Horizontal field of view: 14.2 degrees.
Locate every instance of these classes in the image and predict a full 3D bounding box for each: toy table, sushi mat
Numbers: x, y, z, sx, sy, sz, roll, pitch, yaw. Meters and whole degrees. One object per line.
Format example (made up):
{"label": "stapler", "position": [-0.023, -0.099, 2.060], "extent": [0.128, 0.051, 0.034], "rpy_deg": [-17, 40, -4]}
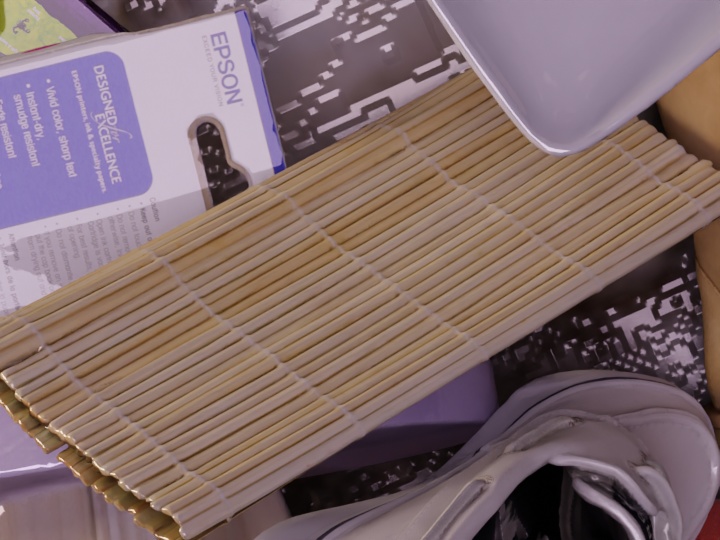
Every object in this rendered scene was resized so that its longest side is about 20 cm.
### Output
{"label": "toy table", "position": [-0.056, 0.094, 0.770], "extent": [0.199, 0.184, 0.118], "rpy_deg": [-9, 80, 5]}
{"label": "sushi mat", "position": [0.000, 0.000, 0.742], "extent": [0.096, 0.200, 0.012], "rpy_deg": [35, 141, 34]}

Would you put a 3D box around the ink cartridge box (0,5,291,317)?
{"label": "ink cartridge box", "position": [-0.116, -0.006, 0.798], "extent": [0.199, 0.037, 0.095], "rpy_deg": [-13, 100, 3]}

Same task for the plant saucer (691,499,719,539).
{"label": "plant saucer", "position": [0.152, 0.160, 0.797], "extent": [0.199, 0.037, 0.201], "rpy_deg": [-7, 96, 24]}

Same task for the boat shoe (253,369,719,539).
{"label": "boat shoe", "position": [0.048, 0.069, 0.725], "extent": [0.065, 0.200, 0.072], "rpy_deg": [-4, 95, 37]}

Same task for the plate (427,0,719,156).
{"label": "plate", "position": [0.065, -0.161, 0.719], "extent": [0.200, 0.032, 0.200], "rpy_deg": [-37, 87, -5]}

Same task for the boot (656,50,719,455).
{"label": "boot", "position": [0.136, -0.047, 0.758], "extent": [0.175, 0.066, 0.201], "rpy_deg": [-5, 99, 45]}

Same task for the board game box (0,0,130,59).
{"label": "board game box", "position": [-0.173, -0.081, 0.824], "extent": [0.200, 0.032, 0.120], "rpy_deg": [41, 93, -2]}
